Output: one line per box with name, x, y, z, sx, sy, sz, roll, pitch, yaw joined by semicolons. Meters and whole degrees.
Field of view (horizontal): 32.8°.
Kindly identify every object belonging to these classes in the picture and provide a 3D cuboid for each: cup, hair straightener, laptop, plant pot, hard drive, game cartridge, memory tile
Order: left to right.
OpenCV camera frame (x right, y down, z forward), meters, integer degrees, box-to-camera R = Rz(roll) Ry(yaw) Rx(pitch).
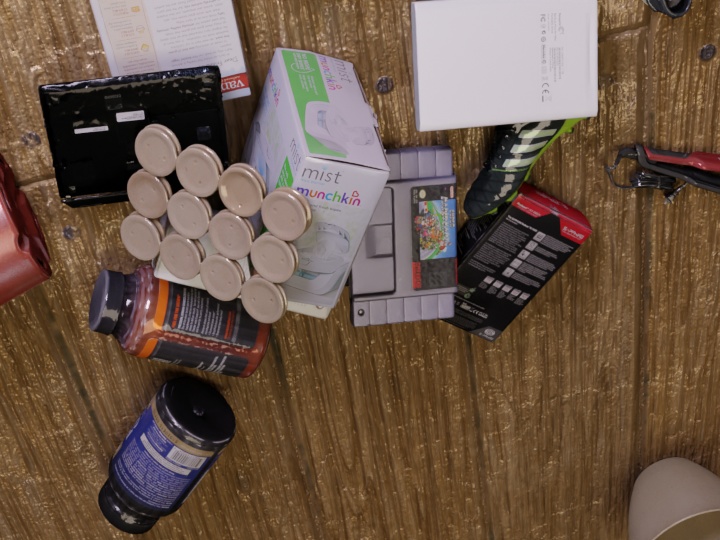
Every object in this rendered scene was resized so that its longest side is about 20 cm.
plant pot;-0.433;-0.021;1.248;0.193;0.202;0.202;-24;132;-4
laptop;-0.226;-0.132;1.262;0.174;0.104;0.202;-8;127;-8
memory tile;-0.145;-0.046;1.199;0.198;0.017;0.155;27;124;16
game cartridge;0.048;-0.039;1.401;0.128;0.038;0.203;-4;107;-6
hard drive;0.154;-0.222;1.295;0.197;0.026;0.134;-6;105;-9
hair straightener;0.379;-0.106;1.472;0.197;0.041;0.078;4;128;-18
cup;0.481;0.366;1.826;0.197;0.144;0.202;-7;131;-8

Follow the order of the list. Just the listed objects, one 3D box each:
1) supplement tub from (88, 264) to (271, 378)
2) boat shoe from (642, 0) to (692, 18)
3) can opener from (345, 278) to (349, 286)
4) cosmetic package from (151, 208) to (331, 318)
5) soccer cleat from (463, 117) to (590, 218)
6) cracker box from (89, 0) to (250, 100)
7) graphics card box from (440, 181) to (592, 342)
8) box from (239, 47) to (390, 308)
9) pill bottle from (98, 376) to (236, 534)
supplement tub;-0.208;0.055;1.413;0.198;0.108;0.108;15;125;-25
boat shoe;0.321;-0.347;1.239;0.073;0.067;0.201;-5;130;-9
can opener;0.000;0.000;1.463;0.197;0.080;0.063;-9;170;-3
cosmetic package;-0.126;-0.015;1.354;0.197;0.102;0.075;16;102;-17
soccer cleat;0.174;-0.146;1.378;0.081;0.068;0.200;34;108;-24
cracker box;-0.190;-0.255;1.191;0.132;0.058;0.202;-11;130;-3
graphics card box;0.171;-0.012;1.492;0.124;0.051;0.201;22;120;-29
box;-0.054;-0.097;1.263;0.095;0.201;0.178;8;128;-20
pill bottle;-0.251;0.239;1.553;0.111;0.113;0.201;22;121;-29
